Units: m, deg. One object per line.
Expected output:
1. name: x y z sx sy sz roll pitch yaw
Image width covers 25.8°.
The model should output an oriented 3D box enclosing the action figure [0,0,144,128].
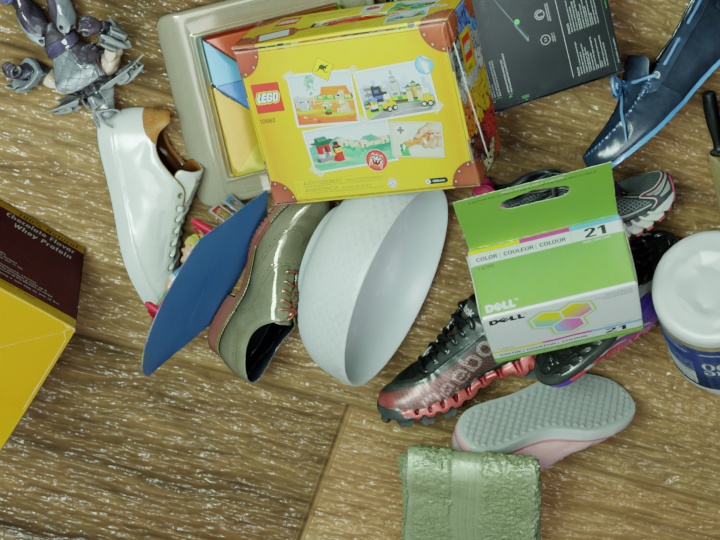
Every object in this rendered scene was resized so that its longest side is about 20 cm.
1. action figure: -0.269 -0.211 1.370 0.129 0.069 0.201 -24 105 21

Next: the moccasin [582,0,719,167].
1. moccasin: 0.271 -0.177 1.468 0.068 0.080 0.200 43 83 -6

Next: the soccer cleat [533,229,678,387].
1. soccer cleat: 0.248 0.051 1.522 0.200 0.068 0.073 -46 130 -18

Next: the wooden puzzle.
1. wooden puzzle: -0.072 -0.163 1.438 0.197 0.037 0.187 -13 113 -3

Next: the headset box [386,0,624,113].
1. headset box: 0.114 -0.238 1.404 0.198 0.093 0.176 -19 113 0

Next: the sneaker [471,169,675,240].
1. sneaker: 0.202 -0.063 1.492 0.197 0.081 0.076 -12 111 -2

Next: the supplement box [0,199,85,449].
1. supplement box: -0.361 0.019 1.380 0.196 0.200 0.133 30 104 -17

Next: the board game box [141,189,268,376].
1. board game box: -0.155 0.003 1.423 0.039 0.200 0.159 31 121 10

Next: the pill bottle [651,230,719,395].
1. pill bottle: 0.343 0.050 1.496 0.110 0.112 0.200 -30 152 4

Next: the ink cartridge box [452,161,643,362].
1. ink cartridge box: 0.169 -0.003 1.397 0.146 0.077 0.200 -13 153 7

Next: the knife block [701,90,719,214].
1. knife block: 0.379 -0.089 1.525 0.063 0.200 0.177 -16 68 0

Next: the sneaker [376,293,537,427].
1. sneaker: 0.099 0.079 1.538 0.199 0.071 0.099 -25 113 0

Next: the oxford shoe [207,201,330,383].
1. oxford shoe: -0.071 0.014 1.477 0.070 0.075 0.202 7 118 -41

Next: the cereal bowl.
1. cereal bowl: 0.000 0.000 1.445 0.083 0.200 0.202 23 110 19

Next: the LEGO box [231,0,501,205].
1. LEGO box: 0.007 -0.147 1.356 0.198 0.077 0.151 -4 115 22

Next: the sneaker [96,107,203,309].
1. sneaker: -0.180 -0.052 1.442 0.084 0.073 0.202 -9 111 7

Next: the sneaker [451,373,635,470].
1. sneaker: 0.177 0.170 1.589 0.198 0.076 0.105 -12 142 -21

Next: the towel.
1. towel: 0.110 0.237 1.559 0.146 0.037 0.201 4 143 6
